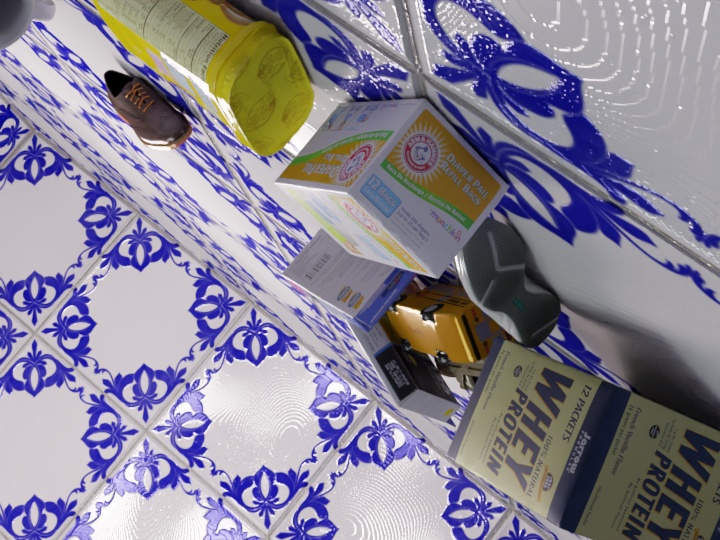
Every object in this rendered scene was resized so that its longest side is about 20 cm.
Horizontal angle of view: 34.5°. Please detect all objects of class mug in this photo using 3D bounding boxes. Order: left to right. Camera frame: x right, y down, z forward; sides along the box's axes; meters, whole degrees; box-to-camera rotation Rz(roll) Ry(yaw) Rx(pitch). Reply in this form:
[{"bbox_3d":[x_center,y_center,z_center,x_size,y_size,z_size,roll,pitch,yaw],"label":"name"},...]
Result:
[{"bbox_3d":[-0.527,-0.394,1.629,0.199,0.149,0.175,9,-161,-35],"label":"mug"}]

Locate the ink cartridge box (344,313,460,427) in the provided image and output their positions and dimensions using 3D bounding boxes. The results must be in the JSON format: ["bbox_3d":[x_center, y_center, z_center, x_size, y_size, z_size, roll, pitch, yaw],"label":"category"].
[{"bbox_3d":[0.055,0.106,1.536,0.198,0.047,0.200,57,-165,27],"label":"ink cartridge box"}]

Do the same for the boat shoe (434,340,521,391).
[{"bbox_3d":[0.143,0.123,1.459,0.072,0.065,0.200,9,167,-18],"label":"boat shoe"}]

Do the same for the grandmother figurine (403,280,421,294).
[{"bbox_3d":[0.075,0.044,1.528,0.200,0.061,0.121,40,-162,-17],"label":"grandmother figurine"}]

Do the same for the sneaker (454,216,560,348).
[{"bbox_3d":[0.123,0.006,1.107,0.080,0.071,0.200,36,171,39],"label":"sneaker"}]

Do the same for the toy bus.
[{"bbox_3d":[0.099,0.059,1.373,0.065,0.078,0.200,67,162,-12],"label":"toy bus"}]

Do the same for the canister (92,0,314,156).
[{"bbox_3d":[-0.152,-0.214,1.107,0.200,0.087,0.149,37,170,23],"label":"canister"}]

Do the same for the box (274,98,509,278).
[{"bbox_3d":[0.022,-0.076,1.015,0.112,0.102,0.200,43,170,-21],"label":"box"}]

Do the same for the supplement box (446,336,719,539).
[{"bbox_3d":[0.230,0.177,1.120,0.199,0.135,0.200,23,179,-28],"label":"supplement box"}]

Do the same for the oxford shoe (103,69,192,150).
[{"bbox_3d":[-0.323,-0.239,1.717,0.200,0.071,0.073,33,164,39],"label":"oxford shoe"}]

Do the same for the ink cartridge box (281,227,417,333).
[{"bbox_3d":[0.000,0.000,1.402,0.042,0.120,0.200,47,168,-36],"label":"ink cartridge box"}]
